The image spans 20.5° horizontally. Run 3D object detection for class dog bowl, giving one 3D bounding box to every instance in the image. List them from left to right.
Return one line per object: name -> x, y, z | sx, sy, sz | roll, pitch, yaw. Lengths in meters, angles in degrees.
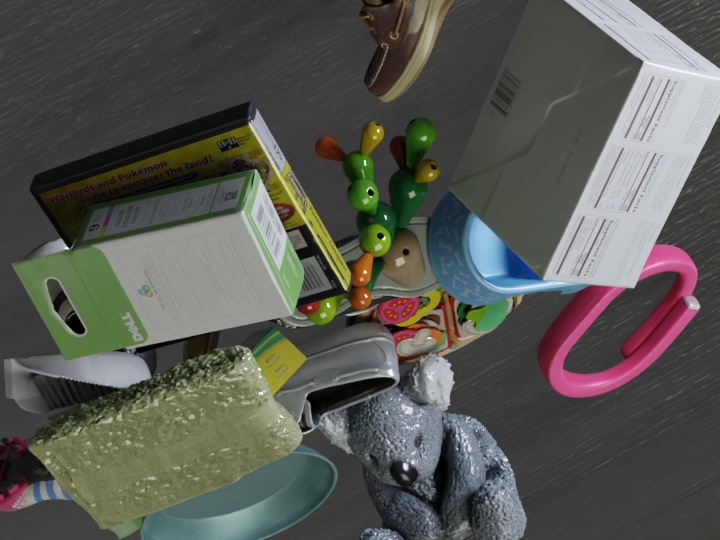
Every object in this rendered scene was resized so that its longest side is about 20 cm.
dog bowl -> 0.158, -0.030, 1.805 | 0.199, 0.112, 0.049 | -7, -179, -28

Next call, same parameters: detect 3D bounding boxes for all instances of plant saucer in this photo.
plant saucer -> -0.121, 0.213, 1.915 | 0.199, 0.036, 0.200 | -17, 151, -10

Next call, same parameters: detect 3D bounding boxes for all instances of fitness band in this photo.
fitness band -> 0.268, 0.055, 2.051 | 0.143, 0.038, 0.200 | 9, 129, -40

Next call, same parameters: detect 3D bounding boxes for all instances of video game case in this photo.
video game case -> -0.132, -0.030, 1.571 | 0.199, 0.026, 0.181 | -16, 125, 21

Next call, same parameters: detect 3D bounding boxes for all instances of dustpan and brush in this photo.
dustpan and brush -> -0.193, 0.103, 1.652 | 0.198, 0.058, 0.140 | -7, 164, -11

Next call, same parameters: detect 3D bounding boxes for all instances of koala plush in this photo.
koala plush -> 0.047, 0.176, 1.974 | 0.176, 0.184, 0.200 | -24, 127, 17

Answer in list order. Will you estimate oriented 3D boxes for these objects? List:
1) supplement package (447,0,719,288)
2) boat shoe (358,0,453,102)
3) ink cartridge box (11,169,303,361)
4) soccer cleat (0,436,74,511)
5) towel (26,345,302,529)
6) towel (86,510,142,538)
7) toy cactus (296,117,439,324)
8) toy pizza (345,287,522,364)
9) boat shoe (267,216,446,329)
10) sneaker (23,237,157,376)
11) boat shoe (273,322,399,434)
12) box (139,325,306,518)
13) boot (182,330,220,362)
supplement package -> 0.188, -0.112, 1.656 | 0.110, 0.156, 0.201 | 6, 118, -37
boat shoe -> 0.032, -0.214, 1.548 | 0.072, 0.072, 0.200 | 18, 142, -9
ink cartridge box -> -0.155, -0.003, 1.541 | 0.199, 0.059, 0.104 | -12, 125, 18
soccer cleat -> -0.266, 0.181, 1.745 | 0.086, 0.070, 0.200 | 24, 156, -27
towel -> -0.159, 0.137, 1.630 | 0.199, 0.037, 0.149 | -23, 138, 5
towel -> -0.209, 0.186, 1.881 | 0.148, 0.031, 0.200 | -24, 145, 6
toy cactus -> 0.010, -0.031, 1.689 | 0.201, 0.102, 0.165 | -70, 155, -17
toy pizza -> 0.081, 0.028, 1.895 | 0.199, 0.032, 0.201 | -19, 143, -15
boat shoe -> 0.000, 0.000, 1.784 | 0.199, 0.076, 0.060 | -14, -178, -25
sneaker -> -0.224, 0.056, 1.683 | 0.073, 0.080, 0.200 | -32, 146, 2
boat shoe -> -0.054, 0.119, 1.870 | 0.199, 0.069, 0.072 | -21, 146, 6
box -> -0.140, 0.137, 1.763 | 0.200, 0.048, 0.117 | -49, -174, -13
boot -> -0.151, 0.013, 1.704 | 0.075, 0.074, 0.201 | 0, 135, -6
